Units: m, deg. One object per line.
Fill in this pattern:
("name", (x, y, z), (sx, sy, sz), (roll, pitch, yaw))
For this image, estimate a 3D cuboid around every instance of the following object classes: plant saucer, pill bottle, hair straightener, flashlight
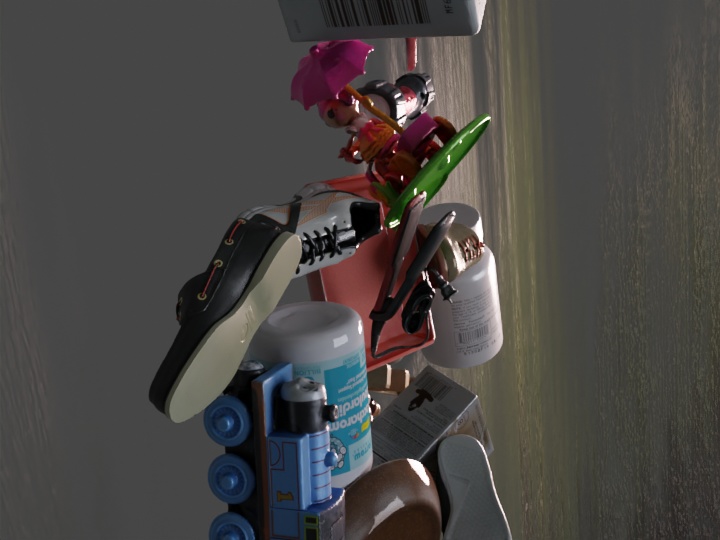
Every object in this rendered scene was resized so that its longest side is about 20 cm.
("plant saucer", (0.000, 0.000, 1.473), (0.199, 0.037, 0.202), (-17, 97, -57))
("pill bottle", (-0.045, 0.138, 1.320), (0.111, 0.110, 0.201), (-47, 135, -64))
("hair straightener", (0.054, 0.019, 1.379), (0.041, 0.077, 0.201), (-38, 156, -51))
("plant saucer", (0.018, 0.280, 1.346), (0.200, 0.037, 0.202), (-29, 132, -38))
("pill bottle", (0.124, 0.018, 1.840), (0.115, 0.114, 0.201), (-63, 149, -54))
("flashlight", (0.043, -0.202, 1.646), (0.200, 0.067, 0.068), (-40, 126, -66))

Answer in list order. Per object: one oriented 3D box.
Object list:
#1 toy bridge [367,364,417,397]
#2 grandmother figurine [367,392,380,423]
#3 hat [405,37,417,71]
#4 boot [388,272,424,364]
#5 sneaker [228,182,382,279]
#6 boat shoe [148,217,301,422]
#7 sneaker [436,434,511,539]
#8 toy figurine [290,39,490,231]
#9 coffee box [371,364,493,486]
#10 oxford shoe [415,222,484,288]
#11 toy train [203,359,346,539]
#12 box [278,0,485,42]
("toy bridge", (0.022, 0.127, 1.601), (0.200, 0.067, 0.027), (30, 62, -72))
("grandmother figurine", (0.003, 0.196, 1.568), (0.201, 0.060, 0.122), (74, 18, -49))
("hat", (0.032, -0.340, 1.683), (0.200, 0.176, 0.166), (47, 33, -9))
("boot", (0.031, 0.064, 1.642), (0.147, 0.070, 0.201), (87, 26, -52))
("sneaker", (-0.053, -0.032, 1.296), (0.200, 0.080, 0.074), (-37, 128, -48))
("boat shoe", (-0.121, 0.039, 1.160), (0.074, 0.063, 0.202), (86, 29, -53))
("sneaker", (0.116, 0.278, 1.440), (0.100, 0.070, 0.201), (86, -1, -47))
("toy figurine", (0.010, -0.151, 1.409), (0.150, 0.184, 0.200), (-44, 173, -18))
("coffee box", (0.046, 0.218, 1.518), (0.200, 0.080, 0.115), (-45, 142, -19))
("oxford shoe", (0.103, -0.027, 1.568), (0.200, 0.074, 0.071), (-92, 171, -79))
("toy train", (-0.072, 0.179, 1.231), (0.087, 0.113, 0.202), (-30, 120, -70))
("box", (0.018, -0.350, 1.337), (0.201, 0.198, 0.172), (73, 25, -44))
